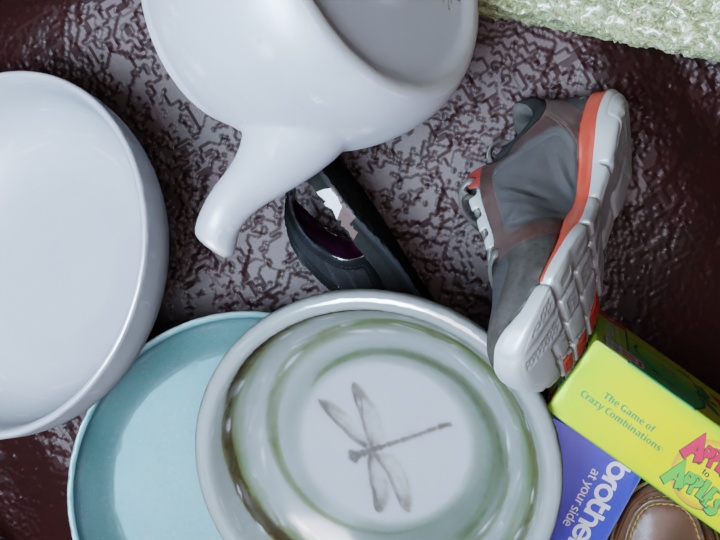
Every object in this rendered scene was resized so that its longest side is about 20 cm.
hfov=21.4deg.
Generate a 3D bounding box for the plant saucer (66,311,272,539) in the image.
[{"bbox_3d":[-0.066,0.122,1.080,0.198,0.036,0.202,-1,95,-8],"label":"plant saucer"}]

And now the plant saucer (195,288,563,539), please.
[{"bbox_3d":[0.012,0.097,1.027,0.198,0.050,0.202,5,112,11],"label":"plant saucer"}]

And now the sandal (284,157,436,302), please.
[{"bbox_3d":[0.000,0.001,1.051,0.048,0.075,0.201,-33,95,7],"label":"sandal"}]

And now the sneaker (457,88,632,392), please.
[{"bbox_3d":[0.087,-0.017,1.001,0.081,0.201,0.077,7,135,18],"label":"sneaker"}]

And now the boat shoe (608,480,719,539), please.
[{"bbox_3d":[0.169,0.219,1.069,0.071,0.068,0.202,4,99,6],"label":"boat shoe"}]

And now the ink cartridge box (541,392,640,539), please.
[{"bbox_3d":[0.075,0.169,1.084,0.093,0.044,0.201,27,101,0],"label":"ink cartridge box"}]

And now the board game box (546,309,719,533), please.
[{"bbox_3d":[0.195,0.104,1.030,0.199,0.102,0.048,35,100,0],"label":"board game box"}]

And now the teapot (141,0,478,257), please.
[{"bbox_3d":[-0.044,-0.147,0.983,0.145,0.200,0.198,-19,110,38],"label":"teapot"}]

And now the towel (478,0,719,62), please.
[{"bbox_3d":[0.145,-0.193,1.022,0.198,0.036,0.150,14,101,5],"label":"towel"}]

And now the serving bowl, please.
[{"bbox_3d":[-0.182,-0.005,1.058,0.199,0.066,0.202,-5,80,28],"label":"serving bowl"}]
